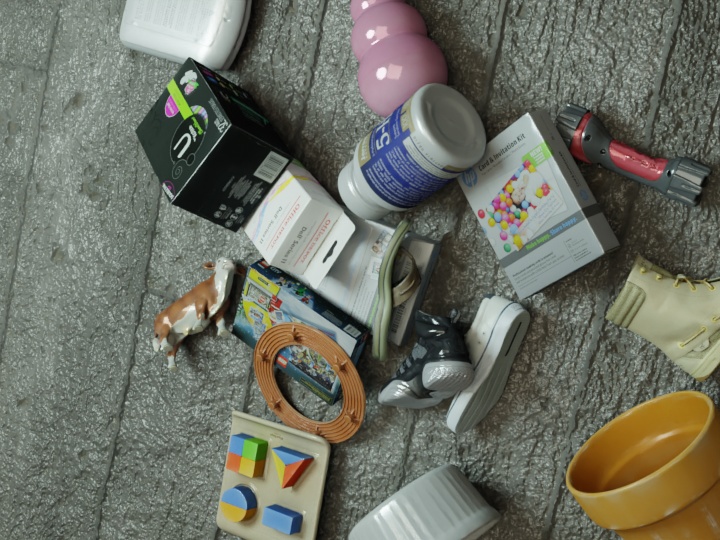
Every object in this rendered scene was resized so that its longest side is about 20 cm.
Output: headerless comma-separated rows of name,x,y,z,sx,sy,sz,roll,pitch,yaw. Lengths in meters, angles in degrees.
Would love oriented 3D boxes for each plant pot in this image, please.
plant pot,0.383,0.278,1.086,0.200,0.200,0.183,-33,95,21

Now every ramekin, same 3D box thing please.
ramekin,0.080,0.348,1.206,0.200,0.200,0.098,-44,68,19

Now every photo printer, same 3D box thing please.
photo printer,-0.262,-0.402,1.386,0.200,0.069,0.167,19,99,21

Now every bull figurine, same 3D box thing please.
bull figurine,-0.250,0.065,1.390,0.200,0.065,0.122,-38,35,28

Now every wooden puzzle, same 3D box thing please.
wooden puzzle,-0.142,0.329,1.364,0.185,0.046,0.201,11,97,31

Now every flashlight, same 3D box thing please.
flashlight,0.342,-0.148,1.141,0.200,0.068,0.068,26,107,21

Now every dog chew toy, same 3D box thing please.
dog chew toy,0.043,-0.310,1.237,0.124,0.124,0.200,-24,76,22

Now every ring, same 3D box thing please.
ring,-0.080,0.169,1.317,0.200,0.019,0.201,17,123,29

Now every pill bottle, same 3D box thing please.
pill bottle,0.061,-0.149,1.207,0.200,0.120,0.120,-35,78,45

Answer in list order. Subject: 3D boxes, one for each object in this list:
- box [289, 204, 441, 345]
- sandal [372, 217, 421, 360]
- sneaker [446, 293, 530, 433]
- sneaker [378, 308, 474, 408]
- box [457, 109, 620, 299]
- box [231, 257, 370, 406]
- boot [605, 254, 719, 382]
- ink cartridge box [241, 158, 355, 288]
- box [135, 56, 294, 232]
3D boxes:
box,0.000,0.000,1.307,0.200,0.041,0.156,21,100,20
sandal,0.053,0.026,1.231,0.057,0.080,0.201,8,103,5
sneaker,0.164,0.126,1.236,0.071,0.073,0.200,35,104,41
sneaker,0.089,0.121,1.242,0.200,0.075,0.114,-36,46,55
box,0.224,-0.083,1.167,0.156,0.041,0.200,-36,76,49
box,-0.092,0.090,1.323,0.200,0.038,0.137,34,129,18
boot,0.415,0.017,1.113,0.155,0.073,0.200,34,110,15
ink cartridge box,-0.101,-0.076,1.286,0.117,0.067,0.200,-57,43,15
box,-0.215,-0.183,1.305,0.149,0.124,0.200,-50,46,16
